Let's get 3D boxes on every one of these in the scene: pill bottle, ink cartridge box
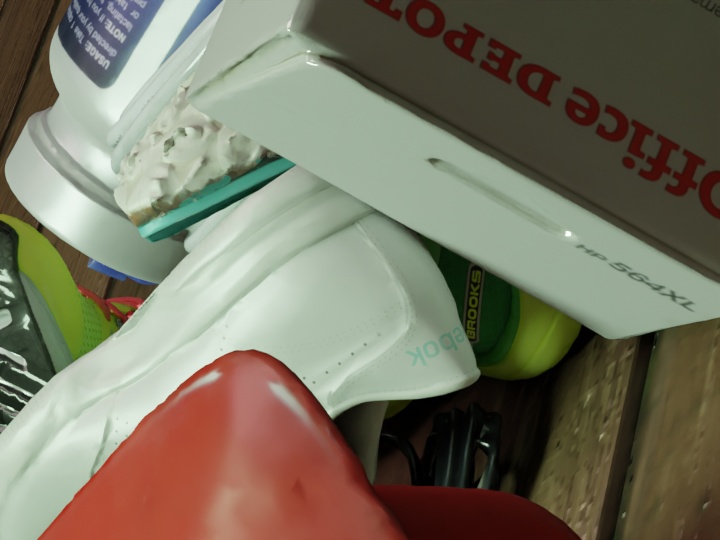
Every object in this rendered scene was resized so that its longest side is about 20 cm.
[{"bbox_3d":[-0.054,-0.099,1.172,0.200,0.116,0.116,-56,17,18],"label":"pill bottle"},{"bbox_3d":[0.061,-0.103,0.770,0.084,0.146,0.200,-20,45,65],"label":"ink cartridge box"}]

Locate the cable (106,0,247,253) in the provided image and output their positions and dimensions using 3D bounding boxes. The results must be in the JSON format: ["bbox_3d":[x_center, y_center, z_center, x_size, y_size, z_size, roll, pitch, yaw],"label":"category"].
[{"bbox_3d":[0.002,-0.088,0.975,0.200,0.069,0.200,-43,2,25],"label":"cable"}]

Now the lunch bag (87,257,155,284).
[{"bbox_3d":[-0.086,-0.090,1.332,0.151,0.094,0.200,-128,58,-70],"label":"lunch bag"}]

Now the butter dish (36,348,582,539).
[{"bbox_3d":[0.017,0.130,0.565,0.200,0.148,0.200,-48,65,42],"label":"butter dish"}]

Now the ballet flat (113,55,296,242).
[{"bbox_3d":[0.011,-0.072,0.843,0.200,0.072,0.072,-24,8,-16],"label":"ballet flat"}]

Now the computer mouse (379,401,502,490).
[{"bbox_3d":[-0.036,0.114,0.871,0.200,0.053,0.139,-9,49,46],"label":"computer mouse"}]

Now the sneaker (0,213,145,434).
[{"bbox_3d":[-0.097,0.034,1.029,0.090,0.078,0.200,-53,-30,-24],"label":"sneaker"}]

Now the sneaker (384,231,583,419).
[{"bbox_3d":[0.000,0.000,0.896,0.200,0.083,0.074,-25,38,59],"label":"sneaker"}]

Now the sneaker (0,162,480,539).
[{"bbox_3d":[-0.042,0.054,0.834,0.075,0.089,0.200,-30,-10,-47],"label":"sneaker"}]
